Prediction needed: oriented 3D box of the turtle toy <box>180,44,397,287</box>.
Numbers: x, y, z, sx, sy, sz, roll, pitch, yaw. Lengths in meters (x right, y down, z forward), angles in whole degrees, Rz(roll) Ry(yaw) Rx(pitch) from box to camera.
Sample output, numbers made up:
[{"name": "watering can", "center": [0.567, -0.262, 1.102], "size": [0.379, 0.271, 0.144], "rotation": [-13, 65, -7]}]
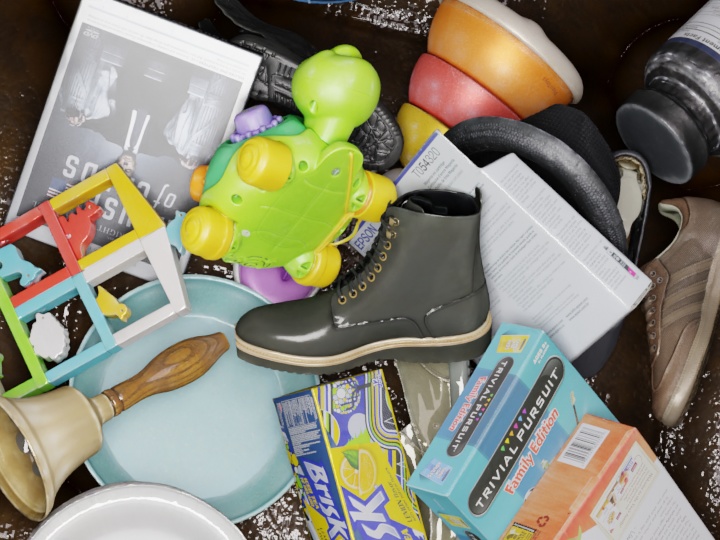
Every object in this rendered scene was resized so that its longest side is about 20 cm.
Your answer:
[{"name": "turtle toy", "center": [-0.051, -0.080, 1.569], "size": [0.145, 0.200, 0.101], "rotation": [16, 35, -40]}]

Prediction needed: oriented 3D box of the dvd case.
[{"name": "dvd case", "center": [-0.179, -0.102, 1.616], "size": [0.149, 0.025, 0.201], "rotation": [20, 100, -5]}]

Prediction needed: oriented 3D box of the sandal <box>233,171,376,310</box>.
[{"name": "sandal", "center": [-0.042, -0.056, 1.667], "size": [0.082, 0.050, 0.204], "rotation": [28, 71, -3]}]

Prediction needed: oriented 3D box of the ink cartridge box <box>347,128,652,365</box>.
[{"name": "ink cartridge box", "center": [0.104, -0.008, 1.607], "size": [0.200, 0.196, 0.043], "rotation": [44, 57, 2]}]

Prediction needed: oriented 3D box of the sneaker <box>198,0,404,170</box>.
[{"name": "sneaker", "center": [-0.047, -0.155, 1.669], "size": [0.199, 0.104, 0.060], "rotation": [30, 108, -1]}]

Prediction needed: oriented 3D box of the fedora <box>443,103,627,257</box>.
[{"name": "fedora", "center": [0.147, -0.062, 1.626], "size": [0.200, 0.201, 0.092], "rotation": [39, 56, 1]}]

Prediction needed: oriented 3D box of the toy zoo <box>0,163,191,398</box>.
[{"name": "toy zoo", "center": [-0.218, 0.007, 1.585], "size": [0.199, 0.020, 0.132], "rotation": [-29, 74, 3]}]

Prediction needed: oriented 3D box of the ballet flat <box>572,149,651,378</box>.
[{"name": "ballet flat", "center": [0.201, -0.011, 1.697], "size": [0.073, 0.073, 0.201], "rotation": [18, 72, -6]}]

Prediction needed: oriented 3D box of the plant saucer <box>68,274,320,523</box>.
[{"name": "plant saucer", "center": [-0.131, 0.105, 1.612], "size": [0.198, 0.036, 0.202], "rotation": [3, 74, -10]}]

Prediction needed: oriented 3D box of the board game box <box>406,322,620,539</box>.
[{"name": "board game box", "center": [0.139, 0.162, 1.589], "size": [0.200, 0.047, 0.152], "rotation": [48, 65, -37]}]

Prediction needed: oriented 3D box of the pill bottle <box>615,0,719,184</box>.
[{"name": "pill bottle", "center": [0.312, -0.168, 1.741], "size": [0.200, 0.112, 0.112], "rotation": [-43, 87, -18]}]

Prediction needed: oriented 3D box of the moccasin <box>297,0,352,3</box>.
[{"name": "moccasin", "center": [-0.073, -0.271, 1.710], "size": [0.198, 0.068, 0.081], "rotation": [10, 73, -9]}]

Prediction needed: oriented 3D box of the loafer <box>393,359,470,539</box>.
[{"name": "loafer", "center": [0.055, 0.150, 1.627], "size": [0.069, 0.075, 0.202], "rotation": [-2, 75, 4]}]

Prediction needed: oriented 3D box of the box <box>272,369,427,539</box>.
[{"name": "box", "center": [0.000, 0.183, 1.579], "size": [0.070, 0.064, 0.202], "rotation": [-14, 88, -33]}]

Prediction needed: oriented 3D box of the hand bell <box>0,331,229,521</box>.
[{"name": "hand bell", "center": [-0.183, 0.097, 1.554], "size": [0.199, 0.104, 0.105], "rotation": [-28, 82, -31]}]

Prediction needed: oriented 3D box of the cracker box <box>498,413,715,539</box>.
[{"name": "cracker box", "center": [0.200, 0.226, 1.584], "size": [0.134, 0.057, 0.200], "rotation": [-52, 126, -20]}]

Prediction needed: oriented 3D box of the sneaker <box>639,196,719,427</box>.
[{"name": "sneaker", "center": [0.260, 0.032, 1.709], "size": [0.075, 0.071, 0.201], "rotation": [15, 68, 12]}]

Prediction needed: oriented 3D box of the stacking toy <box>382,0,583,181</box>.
[{"name": "stacking toy", "center": [0.073, -0.119, 1.684], "size": [0.146, 0.146, 0.200], "rotation": [38, 87, 0]}]

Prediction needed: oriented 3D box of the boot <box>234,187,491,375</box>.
[{"name": "boot", "center": [0.000, 0.000, 1.561], "size": [0.198, 0.139, 0.078], "rotation": [-6, 35, -6]}]

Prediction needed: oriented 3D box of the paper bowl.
[{"name": "paper bowl", "center": [-0.164, 0.257, 1.509], "size": [0.199, 0.104, 0.202], "rotation": [1, 86, -7]}]
